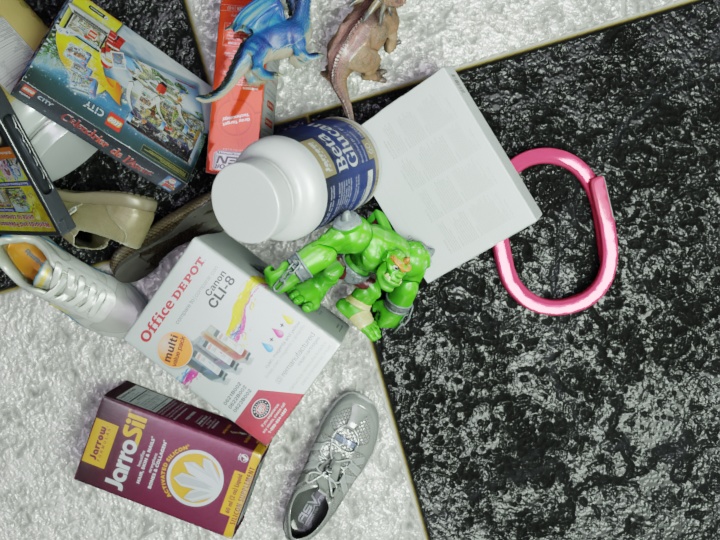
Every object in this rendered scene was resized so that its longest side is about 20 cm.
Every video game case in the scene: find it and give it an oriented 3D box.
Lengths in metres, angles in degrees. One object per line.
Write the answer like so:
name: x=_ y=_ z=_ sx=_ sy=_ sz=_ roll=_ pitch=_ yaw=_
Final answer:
video game case: x=-0.411 y=-0.121 z=0.901 sx=0.200 sy=0.026 sz=0.181 roll=3 pitch=124 yaw=40

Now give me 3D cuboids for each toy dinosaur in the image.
toy dinosaur: x=0.001 y=-0.267 z=0.929 sx=0.086 sy=0.136 sz=0.200 roll=24 pitch=95 yaw=1

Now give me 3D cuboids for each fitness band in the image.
fitness band: x=0.227 y=-0.047 z=0.983 sx=0.143 sy=0.037 sz=0.200 roll=-11 pitch=92 yaw=6

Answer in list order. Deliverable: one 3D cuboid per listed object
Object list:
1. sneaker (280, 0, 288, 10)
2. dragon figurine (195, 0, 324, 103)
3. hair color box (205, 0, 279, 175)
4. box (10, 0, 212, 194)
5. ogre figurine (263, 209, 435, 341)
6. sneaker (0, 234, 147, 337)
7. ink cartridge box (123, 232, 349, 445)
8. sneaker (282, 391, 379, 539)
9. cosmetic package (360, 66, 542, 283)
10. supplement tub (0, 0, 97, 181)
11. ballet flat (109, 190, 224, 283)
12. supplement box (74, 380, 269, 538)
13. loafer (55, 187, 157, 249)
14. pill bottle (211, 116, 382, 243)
sneaker: x=-0.089 y=-0.401 z=0.963 sx=0.115 sy=0.075 sz=0.200 roll=11 pitch=104 yaw=-3
dragon figurine: x=-0.104 y=-0.251 z=0.870 sx=0.200 sy=0.059 sz=0.099 roll=-29 pitch=104 yaw=-15
hair color box: x=-0.132 y=-0.207 z=0.955 sx=0.061 sy=0.102 sz=0.200 roll=5 pitch=93 yaw=2
box: x=-0.261 y=-0.194 z=0.915 sx=0.200 sy=0.038 sz=0.137 roll=33 pitch=56 yaw=-28
ogre figurine: x=0.000 y=0.000 z=0.916 sx=0.200 sy=0.098 sz=0.120 roll=30 pitch=111 yaw=-23
sneaker: x=-0.348 y=0.021 z=0.988 sx=0.200 sy=0.081 sz=0.077 roll=30 pitch=92 yaw=-1
ink cartridge box: x=-0.136 y=0.070 z=0.949 sx=0.200 sy=0.145 sz=0.145 roll=36 pitch=95 yaw=1
sneaker: x=-0.032 y=0.242 z=0.985 sx=0.075 sy=0.082 sz=0.200 roll=23 pitch=94 yaw=1
cosmetic package: x=0.092 y=-0.109 z=0.953 sx=0.151 sy=0.052 sz=0.200 roll=-31 pitch=92 yaw=23
supplement tub: x=-0.394 y=-0.212 z=0.944 sx=0.145 sy=0.145 sz=0.200 roll=-42 pitch=91 yaw=4
ballet flat: x=-0.218 y=-0.054 z=0.994 sx=0.200 sy=0.067 sz=0.046 roll=-33 pitch=59 yaw=7
supplement box: x=-0.221 y=0.224 z=0.991 sx=0.200 sy=0.086 sz=0.110 roll=20 pitch=94 yaw=2
loafer: x=-0.332 y=-0.059 z=0.965 sx=0.200 sy=0.076 sz=0.068 roll=2 pitch=85 yaw=24
pill bottle: x=-0.067 y=-0.095 z=0.885 sx=0.111 sy=0.200 sz=0.111 roll=10 pitch=113 yaw=26
